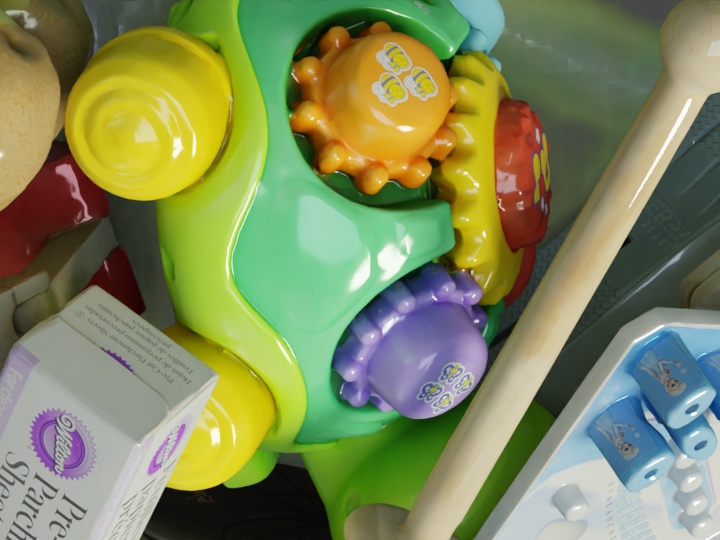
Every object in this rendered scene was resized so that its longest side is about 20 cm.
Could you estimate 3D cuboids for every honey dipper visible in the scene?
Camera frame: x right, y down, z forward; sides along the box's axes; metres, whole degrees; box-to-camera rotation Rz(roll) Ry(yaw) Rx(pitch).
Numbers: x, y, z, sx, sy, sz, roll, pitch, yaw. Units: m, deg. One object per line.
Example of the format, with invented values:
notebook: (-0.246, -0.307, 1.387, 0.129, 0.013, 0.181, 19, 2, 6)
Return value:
honey dipper: (0.039, 0.022, 0.703, 0.038, 0.038, 0.200, 23, 111, -15)

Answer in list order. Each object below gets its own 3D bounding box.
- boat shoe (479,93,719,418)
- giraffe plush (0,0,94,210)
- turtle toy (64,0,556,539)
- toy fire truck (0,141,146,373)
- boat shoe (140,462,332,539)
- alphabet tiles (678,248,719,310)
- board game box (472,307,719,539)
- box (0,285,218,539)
boat shoe: (0.116, -0.011, 0.844, 0.200, 0.074, 0.067, -35, 123, 11)
giraffe plush: (-0.187, -0.054, 0.734, 0.200, 0.173, 0.162, 39, 105, -11)
turtle toy: (0.000, 0.000, 0.769, 0.101, 0.146, 0.200, -3, 110, 14)
toy fire truck: (-0.122, 0.022, 0.733, 0.141, 0.200, 0.049, -19, 101, -4)
boat shoe: (-0.039, 0.094, 0.841, 0.200, 0.072, 0.068, 16, 110, -6)
alphabet tiles: (0.167, 0.030, 0.842, 0.196, 0.015, 0.200, -40, 134, 3)
board game box: (0.099, 0.095, 0.804, 0.200, 0.026, 0.200, 4, 130, -40)
box: (-0.093, 0.092, 0.744, 0.041, 0.039, 0.200, 36, 126, 10)
